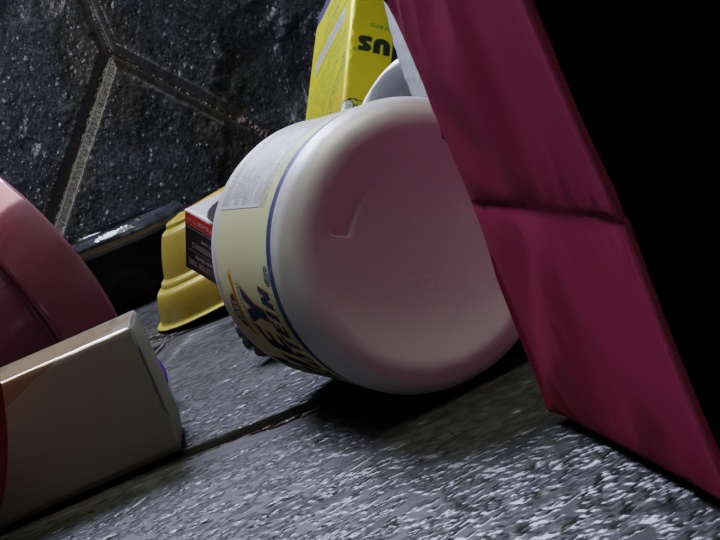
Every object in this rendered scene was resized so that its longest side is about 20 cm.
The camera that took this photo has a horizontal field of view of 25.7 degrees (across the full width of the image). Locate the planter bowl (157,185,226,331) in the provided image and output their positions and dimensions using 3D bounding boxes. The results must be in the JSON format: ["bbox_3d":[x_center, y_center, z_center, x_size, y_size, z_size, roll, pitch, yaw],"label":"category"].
[{"bbox_3d":[-0.123,-0.031,1.468,0.199,0.084,0.200,-29,10,6],"label":"planter bowl"}]

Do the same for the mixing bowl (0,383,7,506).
[{"bbox_3d":[-0.254,0.104,0.791,0.199,0.109,0.201,-13,42,12],"label":"mixing bowl"}]

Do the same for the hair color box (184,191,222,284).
[{"bbox_3d":[-0.045,-0.045,1.357,0.101,0.062,0.199,28,42,33],"label":"hair color box"}]

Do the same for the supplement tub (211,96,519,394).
[{"bbox_3d":[0.000,-0.013,0.845,0.144,0.146,0.200,-25,8,-16],"label":"supplement tub"}]

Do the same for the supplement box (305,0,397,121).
[{"bbox_3d":[0.026,-0.114,1.105,0.108,0.201,0.110,12,-28,-13],"label":"supplement box"}]

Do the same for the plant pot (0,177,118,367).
[{"bbox_3d":[-0.319,0.047,1.271,0.179,0.200,0.200,-42,14,-20],"label":"plant pot"}]

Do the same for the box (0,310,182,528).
[{"bbox_3d":[-0.208,0.101,0.919,0.199,0.078,0.095,-24,7,-5],"label":"box"}]

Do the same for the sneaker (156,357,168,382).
[{"bbox_3d":[-0.213,0.092,1.017,0.199,0.081,0.083,-27,15,-34],"label":"sneaker"}]

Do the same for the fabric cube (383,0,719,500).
[{"bbox_3d":[0.143,-0.060,0.554,0.195,0.201,0.199,-24,7,-6],"label":"fabric cube"}]

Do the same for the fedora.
[{"bbox_3d":[-0.278,-0.008,1.821,0.199,0.092,0.201,-22,8,3],"label":"fedora"}]

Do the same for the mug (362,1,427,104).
[{"bbox_3d":[0.077,-0.120,0.964,0.199,0.148,0.176,-34,41,20],"label":"mug"}]

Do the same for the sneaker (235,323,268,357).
[{"bbox_3d":[0.000,0.000,1.048,0.199,0.078,0.079,-17,1,39],"label":"sneaker"}]
